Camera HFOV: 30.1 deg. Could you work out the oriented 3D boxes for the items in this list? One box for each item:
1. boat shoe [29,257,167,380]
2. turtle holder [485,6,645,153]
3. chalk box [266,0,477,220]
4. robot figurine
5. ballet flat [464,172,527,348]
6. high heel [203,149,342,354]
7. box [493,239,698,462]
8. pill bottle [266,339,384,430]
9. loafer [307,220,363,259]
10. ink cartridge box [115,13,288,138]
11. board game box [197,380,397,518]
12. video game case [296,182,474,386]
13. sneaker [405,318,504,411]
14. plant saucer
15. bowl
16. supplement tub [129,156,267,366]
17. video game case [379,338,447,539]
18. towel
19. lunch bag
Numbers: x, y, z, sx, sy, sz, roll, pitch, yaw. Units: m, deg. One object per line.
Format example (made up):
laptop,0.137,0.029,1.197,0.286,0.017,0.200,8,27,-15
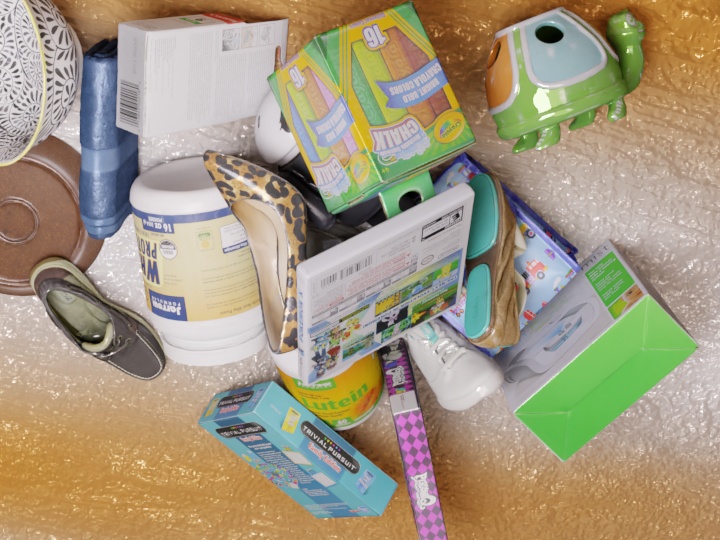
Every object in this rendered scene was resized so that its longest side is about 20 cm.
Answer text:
boat shoe,-0.296,0.069,1.512,0.072,0.066,0.201,-35,123,11
turtle holder,0.220,-0.212,1.424,0.185,0.141,0.132,-20,95,13
chalk box,0.019,-0.138,1.319,0.124,0.124,0.201,-27,91,-30
robot figurine,-0.019,-0.128,1.436,0.200,0.150,0.125,38,112,-14
ballet flat,0.149,-0.007,1.444,0.072,0.201,0.068,20,147,-34
high heel,-0.104,-0.017,1.343,0.200,0.071,0.143,41,59,-24
box,0.259,0.089,1.524,0.200,0.177,0.097,-42,110,12
pill bottle,-0.042,0.088,1.486,0.110,0.112,0.200,-16,147,2
loafer,0.000,0.000,1.493,0.199,0.070,0.070,23,113,16
ink cartridge box,-0.164,-0.210,1.405,0.199,0.050,0.110,-18,121,-46
board game box,-0.075,0.213,1.564,0.200,0.151,0.047,42,61,-18
video game case,0.024,0.016,1.347,0.199,0.022,0.183,-27,147,-22
sneaker,0.090,0.091,1.499,0.075,0.200,0.089,-36,111,-9
plant saucer,-0.382,-0.058,1.488,0.199,0.035,0.201,-2,113,-5
bowl,-0.349,-0.215,1.378,0.200,0.094,0.202,13,111,38
supplement tub,-0.169,-0.011,1.465,0.143,0.145,0.201,-6,112,-2
video game case,0.062,0.206,1.552,0.036,0.181,0.201,-12,113,0
towel,-0.269,-0.142,1.421,0.048,0.112,0.201,8,112,4
lunch bag,0.127,-0.026,1.528,0.200,0.094,0.151,42,105,-6
